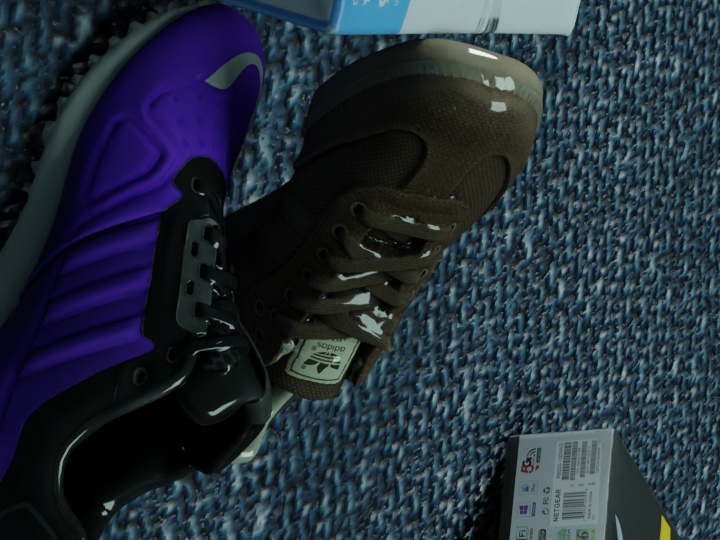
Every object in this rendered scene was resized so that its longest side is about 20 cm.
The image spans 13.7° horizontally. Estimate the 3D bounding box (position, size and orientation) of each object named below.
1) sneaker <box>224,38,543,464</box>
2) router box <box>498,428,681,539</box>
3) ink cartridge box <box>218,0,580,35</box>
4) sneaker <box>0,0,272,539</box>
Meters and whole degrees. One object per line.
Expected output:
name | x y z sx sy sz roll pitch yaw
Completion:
sneaker | 0.000 0.000 0.939 0.200 0.070 0.076 136 -39 -56
router box | 0.103 0.193 1.304 0.157 0.052 0.201 56 35 -51
ink cartridge box | 0.001 -0.118 0.926 0.200 0.116 0.068 -8 114 -60
sneaker | -0.062 0.013 0.905 0.201 0.099 0.070 -61 154 -20
